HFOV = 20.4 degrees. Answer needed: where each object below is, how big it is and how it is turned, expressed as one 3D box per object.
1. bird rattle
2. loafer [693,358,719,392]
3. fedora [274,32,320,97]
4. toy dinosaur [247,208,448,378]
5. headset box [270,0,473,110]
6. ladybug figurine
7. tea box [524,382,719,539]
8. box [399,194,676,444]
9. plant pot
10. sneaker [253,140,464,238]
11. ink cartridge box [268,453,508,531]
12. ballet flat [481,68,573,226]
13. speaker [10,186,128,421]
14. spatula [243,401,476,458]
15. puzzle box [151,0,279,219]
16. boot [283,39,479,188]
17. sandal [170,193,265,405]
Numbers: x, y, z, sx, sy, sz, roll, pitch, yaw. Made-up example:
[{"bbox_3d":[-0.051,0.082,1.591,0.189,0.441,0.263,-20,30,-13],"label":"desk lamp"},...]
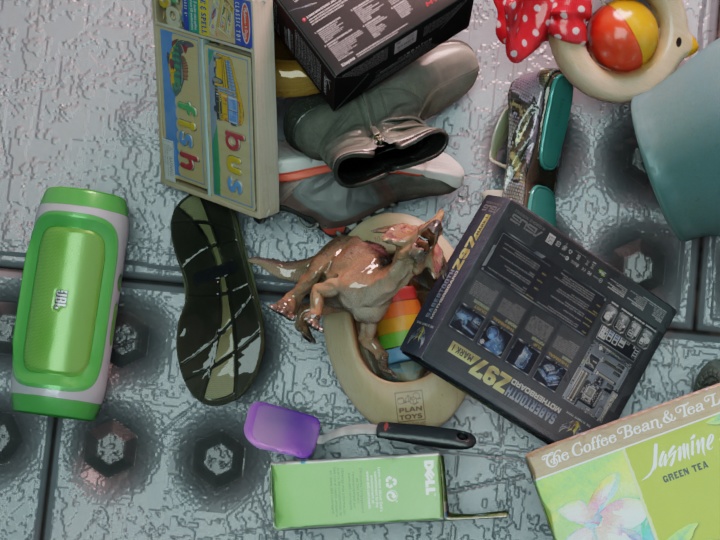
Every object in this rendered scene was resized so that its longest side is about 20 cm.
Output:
[{"bbox_3d":[0.214,-0.223,1.739,0.200,0.113,0.163,-36,102,-22],"label":"bird rattle"},{"bbox_3d":[0.360,0.162,1.730,0.070,0.075,0.200,-24,79,-31],"label":"loafer"},{"bbox_3d":[-0.056,-0.238,1.795,0.200,0.082,0.201,0,71,-1],"label":"fedora"},{"bbox_3d":[0.000,0.000,1.686,0.200,0.086,0.136,19,76,48],"label":"toy dinosaur"},{"bbox_3d":[-0.019,-0.263,1.718,0.148,0.075,0.200,-33,75,-13],"label":"headset box"},{"bbox_3d":[0.037,0.051,1.759,0.135,0.072,0.201,-6,82,4],"label":"ladybug figurine"},{"bbox_3d":[0.259,0.208,1.612,0.200,0.134,0.197,-21,79,5],"label":"tea box"},{"bbox_3d":[0.154,0.052,1.716,0.200,0.051,0.158,31,84,-22],"label":"box"},{"bbox_3d":[0.338,-0.117,1.705,0.188,0.200,0.201,-19,82,17],"label":"plant pot"},{"bbox_3d":[-0.007,-0.071,1.791,0.199,0.077,0.082,2,110,6],"label":"sneaker"},{"bbox_3d":[0.026,0.189,1.727,0.199,0.104,0.060,-4,83,4],"label":"ink cartridge box"},{"bbox_3d":[0.144,-0.081,1.779,0.072,0.072,0.201,8,83,5],"label":"ballet flat"},{"bbox_3d":[-0.259,0.030,1.779,0.088,0.088,0.201,7,84,5],"label":"speaker"},{"bbox_3d":[0.000,0.140,1.708,0.199,0.021,0.057,2,38,11],"label":"spatula"},{"bbox_3d":[-0.127,-0.154,1.740,0.133,0.025,0.201,20,121,39],"label":"puzzle box"},{"bbox_3d":[0.042,-0.128,1.733,0.200,0.131,0.068,-25,123,-20],"label":"boot"},{"bbox_3d":[-0.123,0.025,1.788,0.080,0.057,0.202,-9,68,9],"label":"sandal"}]
